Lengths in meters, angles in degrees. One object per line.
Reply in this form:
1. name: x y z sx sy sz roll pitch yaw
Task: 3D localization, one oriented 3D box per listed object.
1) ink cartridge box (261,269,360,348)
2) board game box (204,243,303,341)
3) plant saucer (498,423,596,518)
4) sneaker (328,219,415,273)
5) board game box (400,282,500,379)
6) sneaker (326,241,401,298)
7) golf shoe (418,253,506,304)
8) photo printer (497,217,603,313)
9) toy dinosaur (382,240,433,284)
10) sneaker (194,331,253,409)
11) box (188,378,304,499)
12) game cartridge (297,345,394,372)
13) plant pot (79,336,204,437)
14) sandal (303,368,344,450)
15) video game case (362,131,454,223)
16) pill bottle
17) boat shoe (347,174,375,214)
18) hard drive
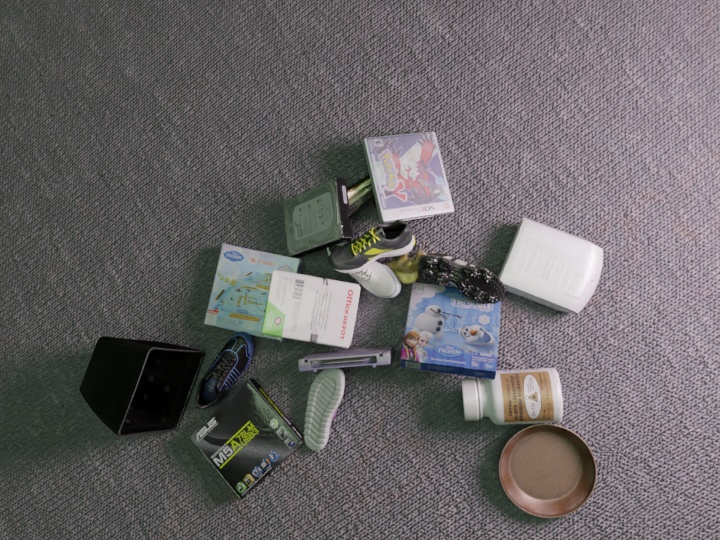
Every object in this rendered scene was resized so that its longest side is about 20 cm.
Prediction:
1. ink cartridge box: -0.112 0.087 1.350 0.199 0.084 0.146 10 86 -6
2. board game box: -0.254 0.052 1.423 0.199 0.041 0.200 12 86 10
3. plant saucer: 0.394 0.420 1.266 0.200 0.037 0.201 0 93 10
4. sneaker: 0.022 -0.062 1.296 0.200 0.085 0.075 -21 58 -9
5. board game box: 0.198 0.126 1.295 0.199 0.043 0.199 5 54 10
6. sneaker: 0.000 0.000 1.355 0.200 0.071 0.073 34 107 24
7. golf shoe: 0.224 0.006 1.307 0.200 0.095 0.078 24 109 -3
8. photo printer: 0.418 -0.007 1.304 0.200 0.069 0.167 21 88 11
9. toy dinosaur: 0.096 -0.020 1.366 0.199 0.058 0.101 0 85 10
10. sneaker: -0.317 0.235 1.380 0.070 0.078 0.200 30 99 7
11. box: -0.264 0.389 1.384 0.200 0.048 0.193 -43 81 2
12. game cartridge: -0.027 0.197 1.324 0.199 0.130 0.039 -6 85 9
13. plant pot: -0.518 0.249 1.376 0.177 0.200 0.200 18 87 22
14. sandal: -0.082 0.311 1.365 0.082 0.050 0.203 24 101 26
15. video game case: 0.110 -0.215 1.365 0.182 0.023 0.201 -10 81 -19
16. pill bottle: 0.318 0.269 1.267 0.199 0.114 0.115 -5 83 9
17. boat shoe: 0.012 -0.180 1.398 0.200 0.073 0.065 -32 104 -3
18. hard drive: -0.102 -0.118 1.363 0.200 0.038 0.140 -15 79 47
